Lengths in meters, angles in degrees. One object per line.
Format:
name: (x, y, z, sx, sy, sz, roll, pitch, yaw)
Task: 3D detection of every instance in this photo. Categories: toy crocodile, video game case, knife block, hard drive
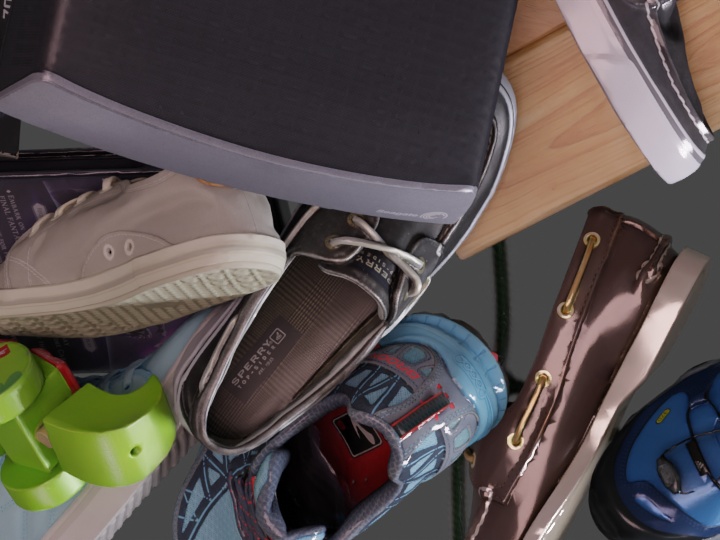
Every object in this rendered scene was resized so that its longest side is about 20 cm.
toy crocodile: (-0.165, 0.054, 1.247, 0.200, 0.062, 0.068, 10, 138, 42)
video game case: (-0.125, -0.002, 1.264, 0.200, 0.019, 0.143, -2, 142, 9)
knife block: (0.142, -0.082, 1.230, 0.175, 0.064, 0.200, 18, 102, 7)
hard drive: (-0.033, -0.098, 1.113, 0.200, 0.042, 0.135, 14, 87, -23)

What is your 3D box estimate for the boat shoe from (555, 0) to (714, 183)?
boat shoe: (0.105, -0.136, 1.164, 0.066, 0.070, 0.200, -25, 89, 11)

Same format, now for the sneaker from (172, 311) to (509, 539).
sneaker: (-0.030, 0.087, 1.246, 0.079, 0.096, 0.200, 51, 131, 0)

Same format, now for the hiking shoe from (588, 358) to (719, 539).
hiking shoe: (0.183, 0.050, 1.208, 0.200, 0.087, 0.074, -29, 71, -7)

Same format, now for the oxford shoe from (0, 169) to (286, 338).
oxford shoe: (-0.103, -0.007, 1.199, 0.200, 0.075, 0.058, -17, 75, 47)

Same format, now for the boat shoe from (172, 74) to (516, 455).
boat shoe: (0.000, 0.000, 1.186, 0.072, 0.071, 0.200, 34, 97, -18)

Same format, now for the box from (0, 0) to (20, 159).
box: (-0.207, -0.147, 1.198, 0.160, 0.044, 0.200, 3, 88, 34)

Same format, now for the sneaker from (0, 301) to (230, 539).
sneaker: (-0.126, 0.073, 1.282, 0.082, 0.074, 0.200, 43, 113, 3)

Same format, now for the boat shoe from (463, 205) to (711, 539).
boat shoe: (0.081, 0.069, 1.263, 0.059, 0.072, 0.200, 30, 99, 10)
